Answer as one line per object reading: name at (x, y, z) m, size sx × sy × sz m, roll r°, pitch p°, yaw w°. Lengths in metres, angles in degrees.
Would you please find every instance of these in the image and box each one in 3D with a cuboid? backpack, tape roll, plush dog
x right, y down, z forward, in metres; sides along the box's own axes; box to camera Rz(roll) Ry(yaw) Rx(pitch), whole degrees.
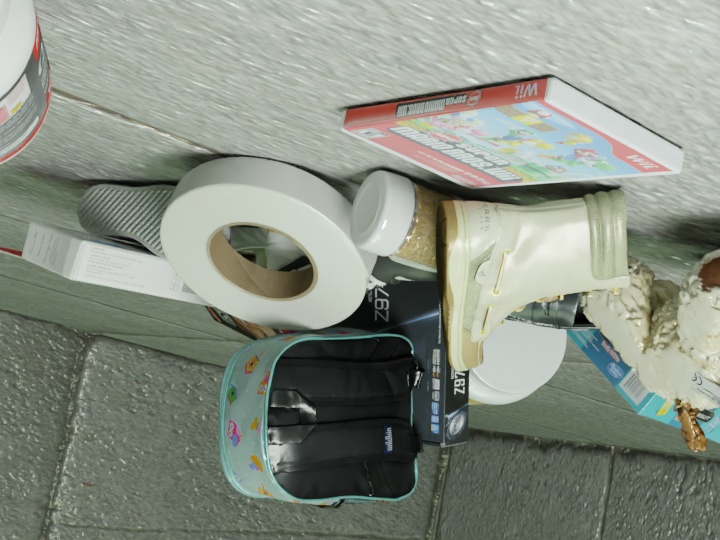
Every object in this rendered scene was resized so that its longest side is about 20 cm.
backpack at (-0.050, 0.143, 1.247) m, size 0.152 × 0.178 × 0.199 m, roll 1°, pitch 179°, yaw 41°
tape roll at (-0.085, -0.020, 1.159) m, size 0.201 × 0.037 × 0.204 m, roll 12°, pitch 141°, yaw 10°
plush dog at (0.310, 0.044, 1.050) m, size 0.171 × 0.162 × 0.199 m, roll -25°, pitch -172°, yaw -29°

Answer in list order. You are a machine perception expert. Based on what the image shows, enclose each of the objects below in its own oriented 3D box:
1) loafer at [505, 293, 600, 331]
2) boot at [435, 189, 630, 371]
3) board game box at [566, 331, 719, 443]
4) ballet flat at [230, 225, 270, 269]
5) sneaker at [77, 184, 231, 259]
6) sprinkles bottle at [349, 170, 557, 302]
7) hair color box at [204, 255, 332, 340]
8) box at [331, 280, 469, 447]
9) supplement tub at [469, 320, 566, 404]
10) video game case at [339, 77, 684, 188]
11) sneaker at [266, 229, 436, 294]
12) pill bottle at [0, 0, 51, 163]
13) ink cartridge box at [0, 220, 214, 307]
loafer at (0.192, 0.022, 1.231) m, size 0.198 × 0.069 × 0.070 m, roll 7°, pitch -171°, yaw -13°
boot at (0.140, 0.011, 1.031) m, size 0.153 × 0.073 × 0.201 m, roll -7°, pitch 142°, yaw 0°
board game box at (0.335, 0.114, 1.451) m, size 0.199 × 0.047 × 0.151 m, roll 21°, pitch -156°, yaw -46°
ballet flat at (-0.096, -0.019, 1.359) m, size 0.199 × 0.070 × 0.069 m, roll 1°, pitch 166°, yaw 44°
sneaker at (-0.187, -0.047, 1.316) m, size 0.199 × 0.073 × 0.114 m, roll 17°, pitch 179°, yaw 36°
sprinkles bottle at (0.091, -0.028, 1.089) m, size 0.198 × 0.069 × 0.068 m, roll 15°, pitch 169°, yaw -25°
hair color box at (-0.121, 0.031, 1.450) m, size 0.199 × 0.061 × 0.102 m, roll 20°, pitch 151°, yaw 49°
box at (0.041, 0.075, 1.331) m, size 0.159 × 0.202 × 0.043 m, roll 4°, pitch -177°, yaw 41°
supplement tub at (0.134, 0.078, 1.415) m, size 0.143 × 0.146 × 0.200 m, roll 14°, pitch 170°, yaw -15°
video game case at (0.100, -0.090, 0.873) m, size 0.142 × 0.018 × 0.199 m, roll 20°, pitch 167°, yaw -39°
sneaker at (0.000, 0.000, 1.240) m, size 0.198 × 0.089 × 0.075 m, roll 8°, pitch -166°, yaw 29°
pill bottle at (-0.242, -0.132, 0.730) m, size 0.115 × 0.117 × 0.200 m, roll 12°, pitch 170°, yaw -8°
ink cartridge box at (-0.273, -0.013, 1.339) m, size 0.175 × 0.045 × 0.199 m, roll 17°, pitch -179°, yaw 40°
